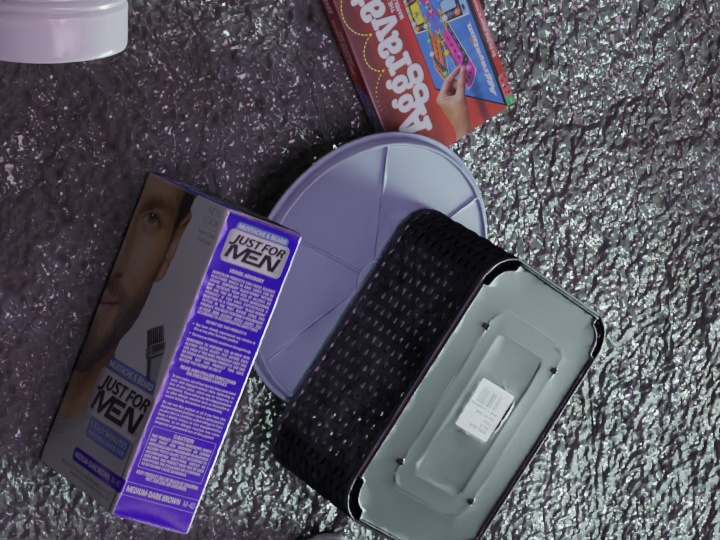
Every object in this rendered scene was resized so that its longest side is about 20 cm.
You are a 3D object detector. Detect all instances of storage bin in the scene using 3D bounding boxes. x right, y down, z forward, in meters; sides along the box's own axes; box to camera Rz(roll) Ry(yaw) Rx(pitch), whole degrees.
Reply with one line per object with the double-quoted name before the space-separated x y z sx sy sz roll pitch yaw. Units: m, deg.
"storage bin" 0.053 0.079 1.655 0.135 0.094 0.200 33 91 -43

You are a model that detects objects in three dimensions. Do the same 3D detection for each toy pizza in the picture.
"toy pizza" 0.000 0.000 1.659 0.200 0.032 0.201 -18 121 -31

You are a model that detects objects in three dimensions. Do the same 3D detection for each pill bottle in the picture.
"pill bottle" -0.180 -0.226 1.421 0.114 0.114 0.201 -9 109 -31

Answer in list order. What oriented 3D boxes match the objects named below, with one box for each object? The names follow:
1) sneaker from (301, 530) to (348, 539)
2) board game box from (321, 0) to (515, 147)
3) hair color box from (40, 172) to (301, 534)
"sneaker" -0.032 0.284 1.704 0.074 0.079 0.201 5 103 -37
"board game box" 0.029 -0.171 1.639 0.103 0.019 0.200 -34 121 -19
"hair color box" -0.120 0.050 1.551 0.065 0.109 0.200 21 92 -35
